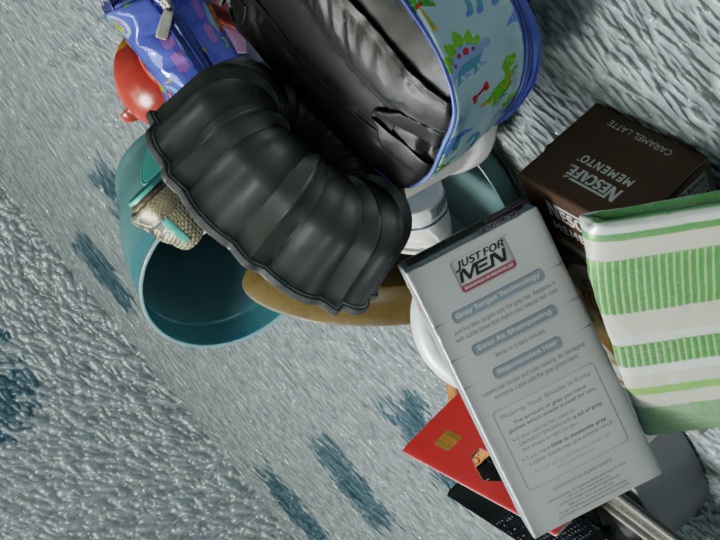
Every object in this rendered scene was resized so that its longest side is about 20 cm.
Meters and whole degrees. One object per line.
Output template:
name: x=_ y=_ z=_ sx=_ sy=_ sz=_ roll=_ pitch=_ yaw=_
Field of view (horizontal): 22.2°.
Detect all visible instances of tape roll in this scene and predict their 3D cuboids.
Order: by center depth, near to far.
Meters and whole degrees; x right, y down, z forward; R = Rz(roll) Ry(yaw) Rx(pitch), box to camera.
tape roll: x=0.205 y=0.150 z=1.587 sx=0.200 sy=0.066 sz=0.201 roll=46 pitch=164 yaw=18

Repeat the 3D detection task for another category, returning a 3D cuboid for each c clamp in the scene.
c clamp: x=0.247 y=0.252 z=1.533 sx=0.200 sy=0.027 sz=0.171 roll=40 pitch=161 yaw=30

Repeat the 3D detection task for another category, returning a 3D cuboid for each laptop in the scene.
laptop: x=0.152 y=0.268 z=1.574 sx=0.199 sy=0.104 sz=0.177 roll=33 pitch=161 yaw=1

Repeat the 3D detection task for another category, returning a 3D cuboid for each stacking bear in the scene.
stacking bear: x=-0.140 y=-0.194 z=1.517 sx=0.114 sy=0.122 sz=0.200 roll=44 pitch=137 yaw=-3

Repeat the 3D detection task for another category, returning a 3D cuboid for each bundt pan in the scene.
bundt pan: x=-0.045 y=-0.068 z=1.234 sx=0.201 sy=0.076 sz=0.202 roll=36 pitch=-159 yaw=-16

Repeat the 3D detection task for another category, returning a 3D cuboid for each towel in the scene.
towel: x=0.229 y=0.027 z=1.162 sx=0.151 sy=0.024 sz=0.201 roll=-10 pitch=134 yaw=18

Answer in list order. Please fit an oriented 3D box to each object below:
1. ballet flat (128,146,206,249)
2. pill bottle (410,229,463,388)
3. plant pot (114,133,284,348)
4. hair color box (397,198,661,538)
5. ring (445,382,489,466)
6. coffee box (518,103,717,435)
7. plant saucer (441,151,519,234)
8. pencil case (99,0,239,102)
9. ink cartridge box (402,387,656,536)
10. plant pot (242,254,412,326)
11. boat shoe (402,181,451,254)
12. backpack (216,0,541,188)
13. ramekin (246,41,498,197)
ballet flat: x=-0.139 y=-0.065 z=1.451 sx=0.075 sy=0.068 sz=0.200 roll=46 pitch=-165 yaw=-17
pill bottle: x=0.094 y=0.025 z=1.365 sx=0.112 sy=0.112 sz=0.200 roll=50 pitch=-175 yaw=-2
plant pot: x=-0.169 y=-0.054 z=1.948 sx=0.188 sy=0.199 sz=0.201 roll=55 pitch=173 yaw=45
hair color box: x=0.113 y=0.065 z=1.236 sx=0.202 sy=0.098 sz=0.061 roll=64 pitch=180 yaw=-9
ring: x=0.101 y=0.082 z=1.622 sx=0.200 sy=0.019 sz=0.203 roll=176 pitch=90 yaw=-82
coffee box: x=0.195 y=0.001 z=1.249 sx=0.114 sy=0.080 sz=0.201 roll=33 pitch=157 yaw=47
plant saucer: x=0.071 y=-0.080 z=1.506 sx=0.200 sy=0.027 sz=0.201 roll=45 pitch=163 yaw=17
pencil case: x=-0.115 y=-0.136 z=1.381 sx=0.201 sy=0.078 sz=0.087 roll=60 pitch=173 yaw=-9
ink cartridge box: x=0.141 y=0.100 z=1.425 sx=0.199 sy=0.176 sz=0.045 roll=23 pitch=148 yaw=52
plant pot: x=0.000 y=0.000 z=1.536 sx=0.199 sy=0.198 sz=0.028 roll=28 pitch=122 yaw=53
boat shoe: x=-0.015 y=-0.041 z=1.482 sx=0.200 sy=0.075 sz=0.087 roll=5 pitch=136 yaw=25
backpack: x=0.027 y=-0.173 z=1.182 sx=0.201 sy=0.146 sz=0.183 roll=51 pitch=155 yaw=11
ramekin: x=0.002 y=-0.142 z=1.365 sx=0.200 sy=0.097 sz=0.202 roll=43 pitch=152 yaw=29
